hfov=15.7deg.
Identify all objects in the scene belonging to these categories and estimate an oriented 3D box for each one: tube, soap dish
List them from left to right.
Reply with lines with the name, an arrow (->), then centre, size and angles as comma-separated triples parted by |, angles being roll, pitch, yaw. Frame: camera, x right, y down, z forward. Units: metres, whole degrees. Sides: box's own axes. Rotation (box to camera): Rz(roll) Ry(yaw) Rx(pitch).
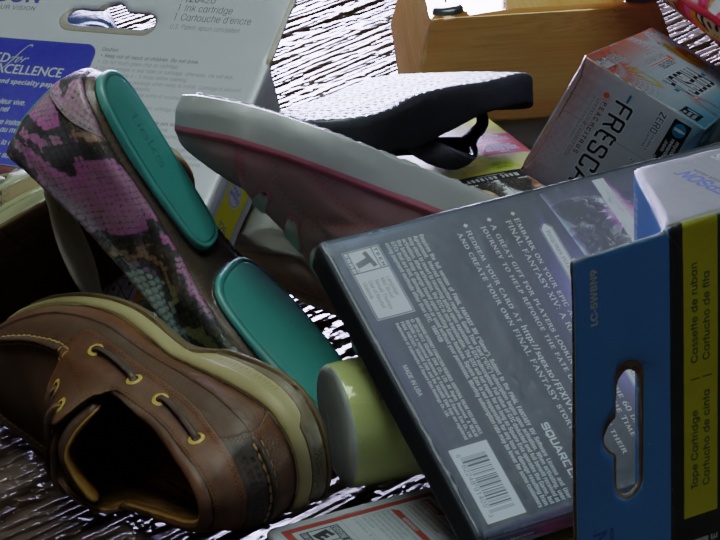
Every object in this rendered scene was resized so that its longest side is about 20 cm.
soap dish -> 0.099, -0.136, 1.497 | 0.156, 0.082, 0.200 | -4, 21, -1
tube -> 0.082, 0.043, 1.061 | 0.199, 0.058, 0.052 | -10, 1, -16

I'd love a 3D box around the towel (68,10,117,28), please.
towel -> -0.157, -0.104, 1.414 | 0.048, 0.112, 0.200 | -7, 23, -9

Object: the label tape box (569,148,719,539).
label tape box -> 0.144, 0.029, 0.954 | 0.199, 0.145, 0.063 | -14, 24, -26

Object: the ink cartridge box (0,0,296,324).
ink cartridge box -> -0.142, -0.053, 1.260 | 0.197, 0.047, 0.201 | 7, 55, 26

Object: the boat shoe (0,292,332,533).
boat shoe -> -0.100, 0.059, 1.060 | 0.067, 0.072, 0.200 | -27, 29, -37

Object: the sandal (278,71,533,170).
sandal -> 0.017, -0.066, 1.241 | 0.076, 0.043, 0.200 | 2, 13, 32

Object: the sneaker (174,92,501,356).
sneaker -> 0.000, 0.000, 1.110 | 0.199, 0.105, 0.075 | 23, 3, 1

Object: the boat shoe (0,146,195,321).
boat shoe -> -0.171, -0.013, 1.163 | 0.199, 0.073, 0.063 | -26, 53, -1

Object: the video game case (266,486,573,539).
video game case -> 0.082, 0.109, 0.984 | 0.199, 0.018, 0.143 | -13, 24, -22

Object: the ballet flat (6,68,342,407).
ballet flat -> -0.077, 0.008, 1.105 | 0.071, 0.200, 0.069 | -36, 4, 22

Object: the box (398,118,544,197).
box -> 0.047, -0.041, 1.311 | 0.075, 0.050, 0.200 | -10, 23, -17

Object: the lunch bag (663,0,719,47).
lunch bag -> 0.223, -0.133, 1.387 | 0.082, 0.176, 0.200 | -43, 36, 7

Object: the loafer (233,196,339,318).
loafer -> -0.002, -0.008, 1.230 | 0.199, 0.063, 0.072 | 21, 67, 40

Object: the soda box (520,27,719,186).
soda box -> 0.139, -0.069, 1.268 | 0.068, 0.064, 0.200 | 32, 16, 9

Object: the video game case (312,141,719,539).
video game case -> 0.098, 0.026, 1.039 | 0.199, 0.019, 0.143 | -14, 59, -26
